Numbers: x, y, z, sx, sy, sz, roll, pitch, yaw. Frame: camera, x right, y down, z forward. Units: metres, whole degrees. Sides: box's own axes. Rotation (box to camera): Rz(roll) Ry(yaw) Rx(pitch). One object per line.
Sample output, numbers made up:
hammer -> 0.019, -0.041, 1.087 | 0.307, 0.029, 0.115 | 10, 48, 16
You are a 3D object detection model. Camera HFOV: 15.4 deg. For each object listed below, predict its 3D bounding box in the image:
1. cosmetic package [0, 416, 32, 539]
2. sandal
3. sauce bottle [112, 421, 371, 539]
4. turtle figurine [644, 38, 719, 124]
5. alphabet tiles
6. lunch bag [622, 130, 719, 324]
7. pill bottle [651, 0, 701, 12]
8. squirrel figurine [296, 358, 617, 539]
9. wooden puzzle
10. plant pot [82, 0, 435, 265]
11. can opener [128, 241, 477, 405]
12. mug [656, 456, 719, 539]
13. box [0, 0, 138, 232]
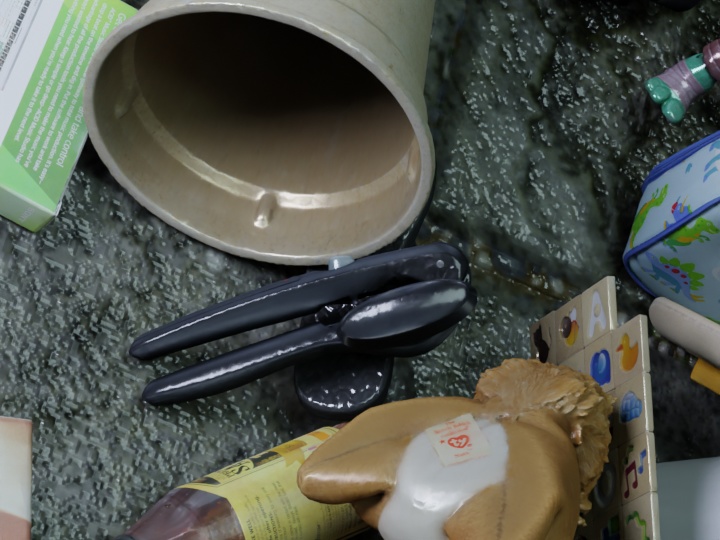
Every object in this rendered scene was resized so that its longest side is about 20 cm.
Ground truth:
cosmetic package -> -0.219, 0.178, 1.339 | 0.087, 0.103, 0.201 | 8, 70, -24
sandal -> 0.000, 0.000, 1.551 | 0.075, 0.045, 0.201 | 4, 64, 13
sauce bottle -> -0.074, 0.141, 1.452 | 0.199, 0.066, 0.066 | -19, 82, -34
turtle figurine -> 0.282, -0.149, 1.661 | 0.150, 0.200, 0.101 | 51, 22, 14
alphabet tiles -> 0.124, 0.112, 1.507 | 0.006, 0.166, 0.201 | 7, 69, -22
lunch bag -> 0.278, -0.010, 1.638 | 0.199, 0.161, 0.083 | 28, 61, -15
pill bottle -> 0.135, -0.240, 1.676 | 0.199, 0.112, 0.112 | 23, 63, -20
squirrel figurine -> 0.072, 0.154, 1.451 | 0.200, 0.141, 0.187 | -46, 140, -39
wooden puzzle -> 0.277, 0.091, 1.603 | 0.199, 0.185, 0.037 | 30, 92, -17
plant pot -> -0.036, -0.138, 1.514 | 0.200, 0.200, 0.184 | 31, 49, -15
can opener -> -0.032, 0.027, 1.479 | 0.199, 0.079, 0.064 | -13, 71, 8
mug -> 0.200, 0.189, 1.521 | 0.149, 0.152, 0.188 | 31, 64, -58
box -> -0.236, -0.129, 1.483 | 0.199, 0.036, 0.145 | 28, 61, -15
